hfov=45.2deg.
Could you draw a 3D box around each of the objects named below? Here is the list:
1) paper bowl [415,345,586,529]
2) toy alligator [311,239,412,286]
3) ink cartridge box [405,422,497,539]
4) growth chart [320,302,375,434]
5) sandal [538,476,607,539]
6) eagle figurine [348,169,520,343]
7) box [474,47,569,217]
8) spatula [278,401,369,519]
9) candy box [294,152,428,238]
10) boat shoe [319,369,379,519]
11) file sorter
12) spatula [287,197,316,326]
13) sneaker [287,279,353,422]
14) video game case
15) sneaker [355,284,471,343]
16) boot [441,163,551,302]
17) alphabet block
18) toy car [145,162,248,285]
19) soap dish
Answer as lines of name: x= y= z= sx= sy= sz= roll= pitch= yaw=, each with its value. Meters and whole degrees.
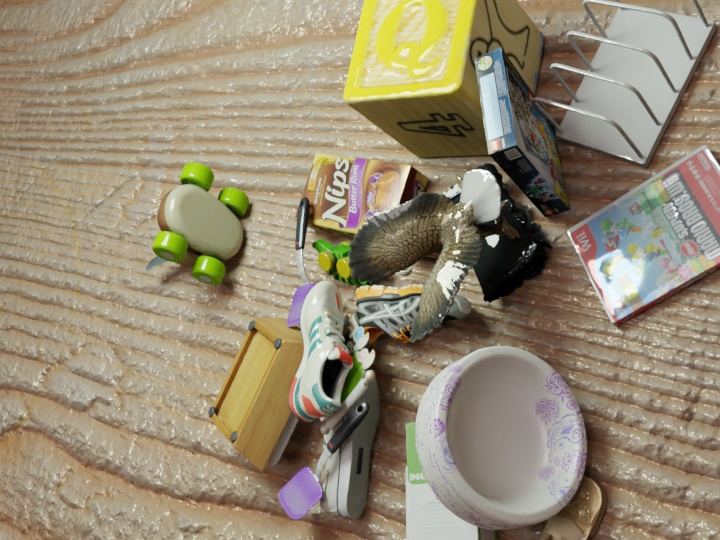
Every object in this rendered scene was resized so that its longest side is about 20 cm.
paper bowl: x=0.157 y=0.199 z=1.017 sx=0.104 sy=0.197 sz=0.204 roll=139 pitch=136 yaw=-60
toy alligator: x=0.000 y=0.000 z=1.294 sx=0.198 sy=0.059 sz=0.055 roll=19 pitch=124 yaw=40
ink cartridge box: x=0.114 y=0.293 z=1.090 sx=0.103 sy=0.059 sz=0.203 roll=-13 pitch=65 yaw=32
growth chart: x=-0.033 y=0.133 z=1.232 sx=0.146 sy=0.018 sz=0.201 roll=-57 pitch=27 yaw=20
sandal: x=0.217 y=0.336 z=0.989 sx=0.077 sy=0.069 sz=0.215 roll=18 pitch=84 yaw=40
eagle figurine: x=0.101 y=-0.026 z=1.086 sx=0.198 sy=0.153 sz=0.151 roll=-32 pitch=18 yaw=-17
box: x=0.208 y=-0.170 z=1.101 sx=0.037 sy=0.199 sz=0.139 roll=-17 pitch=63 yaw=26
spatula: x=-0.046 y=0.255 z=1.172 sx=0.201 sy=0.020 sz=0.057 roll=-56 pitch=49 yaw=19
candy box: x=-0.002 y=-0.109 z=1.333 sx=0.198 sy=0.056 sz=0.119 roll=13 pitch=82 yaw=41
boat shoe: x=-0.022 y=0.240 z=1.211 sx=0.069 sy=0.071 sz=0.204 roll=0 pitch=80 yaw=34
file sorter: x=0.330 y=-0.263 z=1.095 sx=0.138 sy=0.124 sz=0.202 roll=27 pitch=90 yaw=39
spatula: x=-0.088 y=-0.016 z=1.313 sx=0.056 sy=0.020 sz=0.204 roll=-19 pitch=66 yaw=47
sneaker: x=-0.039 y=0.105 z=1.180 sx=0.093 sy=0.070 sz=0.203 roll=-19 pitch=54 yaw=47
video game case: x=0.366 y=-0.042 z=1.053 sx=0.199 sy=0.017 sz=0.145 roll=-34 pitch=56 yaw=23
sneaker: x=0.071 y=0.063 z=1.204 sx=0.198 sy=0.078 sz=0.079 roll=-5 pitch=72 yaw=46
boot: x=0.153 y=-0.032 z=1.181 sx=0.197 sy=0.073 sz=0.164 roll=-38 pitch=60 yaw=22
alphabet block: x=0.121 y=-0.286 z=1.212 sx=0.194 sy=0.199 sz=0.199 roll=1 pitch=73 yaw=37
toy car: x=-0.313 y=-0.067 z=1.503 sx=0.198 sy=0.157 sz=0.167 roll=-12 pitch=53 yaw=46
soap dish: x=-0.144 y=0.174 z=1.288 sx=0.157 sy=0.081 sz=0.202 roll=24 pitch=88 yaw=61
